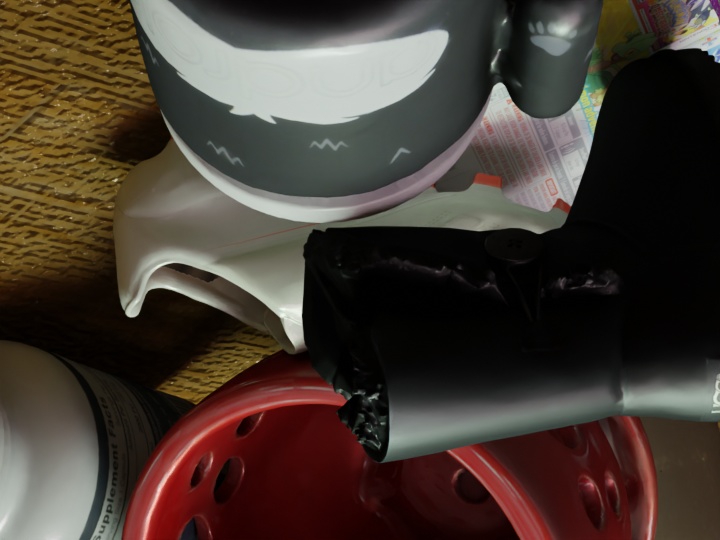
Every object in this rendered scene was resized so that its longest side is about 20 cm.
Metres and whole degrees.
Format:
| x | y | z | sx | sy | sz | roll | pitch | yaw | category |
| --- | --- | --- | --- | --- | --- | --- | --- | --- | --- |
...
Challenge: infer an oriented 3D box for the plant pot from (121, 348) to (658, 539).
| x | y | z | sx | sy | sz | roll | pitch | yaw | category |
| --- | --- | --- | --- | --- | --- | --- | --- | --- | --- |
| 0.024 | 0.109 | 0.958 | 0.200 | 0.201 | 0.182 | -39 | 180 | 29 | plant pot |

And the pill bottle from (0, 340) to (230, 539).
| x | y | z | sx | sy | sz | roll | pitch | yaw | category |
| --- | --- | --- | --- | --- | --- | --- | --- | --- | --- |
| -0.145 | 0.095 | 0.980 | 0.119 | 0.120 | 0.200 | -33 | 151 | 19 | pill bottle |

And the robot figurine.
| x | y | z | sx | sy | sz | roll | pitch | yaw | category |
| --- | --- | --- | --- | --- | --- | --- | --- | --- | --- |
| -0.013 | -0.097 | 0.715 | 0.125 | 0.150 | 0.200 | -30 | 159 | -11 | robot figurine |

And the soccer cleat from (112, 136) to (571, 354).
| x | y | z | sx | sy | sz | roll | pitch | yaw | category |
| --- | --- | --- | --- | --- | --- | --- | --- | --- | --- |
| 0.000 | 0.000 | 0.889 | 0.199 | 0.078 | 0.069 | 9 | 158 | -7 | soccer cleat |

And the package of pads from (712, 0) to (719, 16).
| x | y | z | sx | sy | sz | roll | pitch | yaw | category |
| --- | --- | --- | --- | --- | --- | --- | --- | --- | --- |
| 0.220 | -0.096 | 0.728 | 0.200 | 0.155 | 0.068 | -26 | 150 | 16 | package of pads |

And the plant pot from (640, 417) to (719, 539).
| x | y | z | sx | sy | sz | roll | pitch | yaw | category |
| --- | --- | --- | --- | --- | --- | --- | --- | --- | --- |
| 0.109 | 0.098 | 1.121 | 0.200 | 0.175 | 0.200 | -19 | 153 | -10 | plant pot |

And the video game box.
| x | y | z | sx | sy | sz | roll | pitch | yaw | category |
| --- | --- | --- | --- | --- | --- | --- | --- | --- | --- |
| 0.089 | -0.089 | 0.901 | 0.182 | 0.047 | 0.200 | -22 | 154 | 6 | video game box |

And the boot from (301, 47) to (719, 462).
| x | y | z | sx | sy | sz | roll | pitch | yaw | category |
| --- | --- | --- | --- | --- | --- | --- | --- | --- | --- |
| 0.061 | -0.012 | 0.804 | 0.167 | 0.200 | 0.077 | -2 | 128 | -8 | boot |
